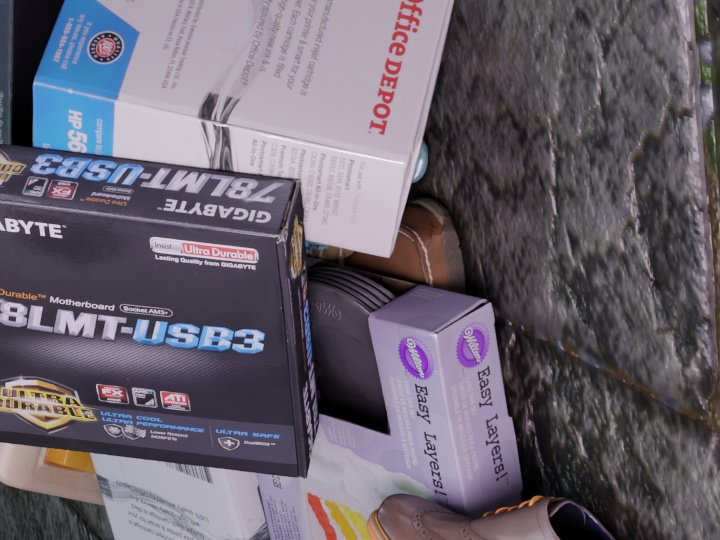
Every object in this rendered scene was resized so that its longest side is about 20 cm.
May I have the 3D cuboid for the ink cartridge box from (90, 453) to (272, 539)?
[{"bbox_3d":[-0.096,0.121,1.503,0.146,0.083,0.201,18,130,41],"label":"ink cartridge box"}]

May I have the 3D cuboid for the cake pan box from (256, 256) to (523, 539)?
[{"bbox_3d":[0.008,0.090,1.359,0.184,0.052,0.201,14,123,42],"label":"cake pan box"}]

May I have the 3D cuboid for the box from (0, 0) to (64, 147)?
[{"bbox_3d":[-0.229,-0.084,1.523,0.182,0.104,0.201,-7,82,50],"label":"box"}]

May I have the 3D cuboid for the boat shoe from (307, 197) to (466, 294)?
[{"bbox_3d":[0.000,0.000,1.406,0.200,0.073,0.076,-179,77,-70],"label":"boat shoe"}]

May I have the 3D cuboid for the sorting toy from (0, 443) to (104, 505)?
[{"bbox_3d":[-0.170,0.075,1.704,0.036,0.200,0.186,13,85,31],"label":"sorting toy"}]

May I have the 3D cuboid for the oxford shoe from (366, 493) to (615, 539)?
[{"bbox_3d":[0.086,0.145,1.237,0.199,0.071,0.073,21,103,39],"label":"oxford shoe"}]

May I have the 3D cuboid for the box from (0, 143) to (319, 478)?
[{"bbox_3d":[-0.125,0.024,1.282,0.199,0.199,0.050,88,-168,-48],"label":"box"}]

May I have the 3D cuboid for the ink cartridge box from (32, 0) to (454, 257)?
[{"bbox_3d":[-0.060,-0.102,1.269,0.085,0.199,0.147,101,-177,-50],"label":"ink cartridge box"}]

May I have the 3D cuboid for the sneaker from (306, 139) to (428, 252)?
[{"bbox_3d":[-0.051,-0.042,1.350,0.086,0.199,0.078,46,164,45],"label":"sneaker"}]
